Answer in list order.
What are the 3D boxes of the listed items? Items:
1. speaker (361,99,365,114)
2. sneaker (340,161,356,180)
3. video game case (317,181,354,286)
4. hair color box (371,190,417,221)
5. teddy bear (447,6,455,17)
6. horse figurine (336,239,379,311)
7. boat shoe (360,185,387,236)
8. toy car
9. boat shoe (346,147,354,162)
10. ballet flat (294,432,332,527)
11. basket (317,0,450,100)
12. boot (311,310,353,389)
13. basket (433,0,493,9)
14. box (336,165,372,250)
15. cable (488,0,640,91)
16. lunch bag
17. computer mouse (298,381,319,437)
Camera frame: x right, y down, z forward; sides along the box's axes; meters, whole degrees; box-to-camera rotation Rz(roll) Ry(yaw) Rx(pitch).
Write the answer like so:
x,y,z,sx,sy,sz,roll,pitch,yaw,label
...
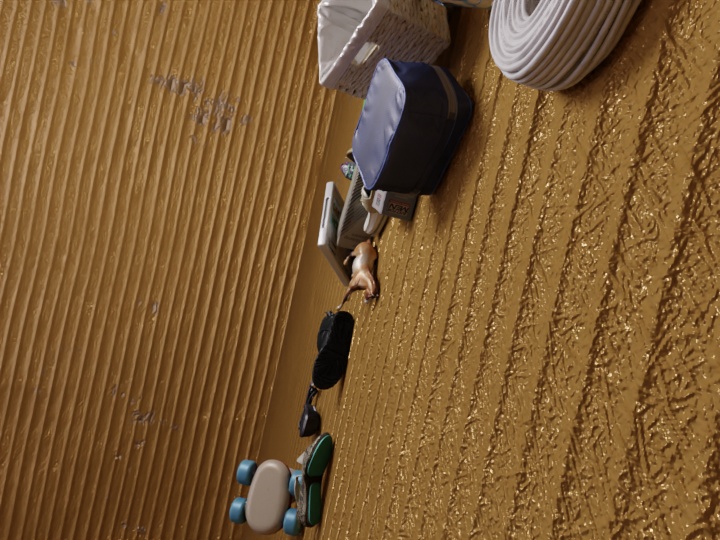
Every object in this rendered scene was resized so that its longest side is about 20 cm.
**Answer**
x,y,z,sx,sy,sz,roll,pitch,yaw,label
0.051,-0.422,1.350,0.088,0.087,0.203,139,141,-72,speaker
-0.006,-0.234,1.425,0.200,0.086,0.075,-117,41,-73,sneaker
-0.054,-0.087,1.421,0.201,0.023,0.184,60,-149,-55,video game case
0.080,-0.200,1.030,0.099,0.060,0.203,-119,43,-74,hair color box
0.139,-0.471,1.051,0.202,0.066,0.145,-66,24,23,teddy bear
0.000,0.000,1.228,0.133,0.049,0.202,-47,25,46,horse figurine
0.034,-0.159,1.193,0.075,0.067,0.201,-90,16,-48,boat shoe
-0.212,0.593,1.502,0.200,0.182,0.179,48,-132,-67,toy car
0.034,-0.284,1.307,0.199,0.073,0.063,2,65,60,boat shoe
-0.114,0.456,1.255,0.075,0.067,0.203,1,78,41,ballet flat
0.035,-0.423,0.976,0.198,0.159,0.203,-38,46,50,basket
-0.076,0.187,1.373,0.162,0.073,0.201,148,140,-72,boot
0.142,-0.457,0.784,0.201,0.137,0.178,-113,34,-54,basket
0.006,-0.147,1.297,0.069,0.081,0.202,-96,20,-57,box
0.191,-0.272,0.525,0.201,0.068,0.202,115,163,-49,cable
0.078,-0.209,0.877,0.201,0.131,0.137,114,148,-43,lunch bag
-0.128,0.372,1.526,0.200,0.045,0.142,135,150,-79,computer mouse
